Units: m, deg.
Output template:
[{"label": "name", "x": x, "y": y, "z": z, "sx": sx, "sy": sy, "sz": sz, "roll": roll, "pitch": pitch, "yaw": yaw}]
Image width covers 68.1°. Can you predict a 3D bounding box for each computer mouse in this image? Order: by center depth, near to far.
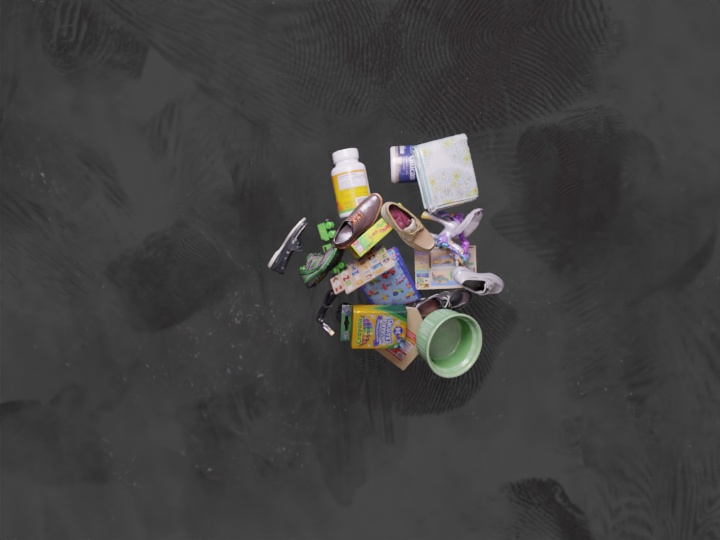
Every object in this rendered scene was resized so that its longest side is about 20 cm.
[{"label": "computer mouse", "x": -0.053, "y": 0.168, "z": 1.697, "sx": 0.199, "sy": 0.046, "sz": 0.141, "roll": 36, "pitch": 114, "yaw": 4}]

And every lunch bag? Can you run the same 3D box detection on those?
[{"label": "lunch bag", "x": 0.091, "y": 0.054, "z": 1.666, "sx": 0.149, "sy": 0.094, "sz": 0.202, "roll": -25, "pitch": 115, "yaw": 10}]

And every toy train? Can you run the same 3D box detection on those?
[{"label": "toy train", "x": -0.090, "y": -0.062, "z": 1.714, "sx": 0.056, "sy": 0.042, "sz": 0.203, "roll": -17, "pitch": 92, "yaw": 14}]

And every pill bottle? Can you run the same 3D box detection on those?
[{"label": "pill bottle", "x": 0.192, "y": -0.330, "z": 1.645, "sx": 0.196, "sy": 0.111, "sz": 0.113, "roll": -3, "pitch": 93, "yaw": 4}, {"label": "pill bottle", "x": -0.030, "y": -0.270, "z": 1.663, "sx": 0.109, "sy": 0.111, "sz": 0.204, "roll": -11, "pitch": 92, "yaw": 4}]

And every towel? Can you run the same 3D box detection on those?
[{"label": "towel", "x": 0.251, "y": -0.285, "z": 1.573, "sx": 0.169, "sy": 0.048, "sz": 0.203, "roll": -16, "pitch": 97, "yaw": -12}]

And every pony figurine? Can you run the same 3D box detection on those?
[{"label": "pony figurine", "x": 0.283, "y": -0.126, "z": 1.642, "sx": 0.199, "sy": 0.166, "sz": 0.195, "roll": 34, "pitch": 99, "yaw": 19}]

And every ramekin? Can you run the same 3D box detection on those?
[{"label": "ramekin", "x": 0.266, "y": 0.217, "z": 1.639, "sx": 0.197, "sy": 0.098, "sz": 0.204, "roll": -6, "pitch": 106, "yaw": -23}]

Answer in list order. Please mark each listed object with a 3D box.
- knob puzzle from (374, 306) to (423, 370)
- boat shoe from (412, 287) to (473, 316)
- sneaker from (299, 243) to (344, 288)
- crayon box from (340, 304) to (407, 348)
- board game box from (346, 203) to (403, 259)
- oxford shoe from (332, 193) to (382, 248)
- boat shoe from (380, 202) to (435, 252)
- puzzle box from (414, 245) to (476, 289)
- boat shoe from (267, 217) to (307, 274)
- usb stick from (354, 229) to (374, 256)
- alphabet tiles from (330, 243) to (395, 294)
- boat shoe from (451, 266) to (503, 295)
[{"label": "knob puzzle", "x": 0.125, "y": 0.193, "z": 1.696, "sx": 0.216, "sy": 0.030, "sz": 0.223, "roll": 5, "pitch": 111, "yaw": 13}, {"label": "boat shoe", "x": 0.263, "y": 0.105, "z": 1.684, "sx": 0.197, "sy": 0.068, "sz": 0.073, "roll": -15, "pitch": 90, "yaw": 3}, {"label": "sneaker", "x": -0.127, "y": -0.030, "z": 1.674, "sx": 0.200, "sy": 0.078, "sz": 0.086, "roll": -43, "pitch": 81, "yaw": 28}, {"label": "crayon box", "x": 0.040, "y": 0.173, "z": 1.634, "sx": 0.196, "sy": 0.052, "sz": 0.128, "roll": 1, "pitch": 111, "yaw": -6}, {"label": "board game box", "x": 0.052, "y": -0.120, "z": 1.647, "sx": 0.200, "sy": 0.102, "sz": 0.048, "roll": -42, "pitch": 95, "yaw": -9}, {"label": "oxford shoe", "x": -0.007, "y": -0.146, "z": 1.573, "sx": 0.071, "sy": 0.073, "sz": 0.201, "roll": 38, "pitch": 93, "yaw": 6}, {"label": "boat shoe", "x": 0.143, "y": -0.127, "z": 1.576, "sx": 0.199, "sy": 0.066, "sz": 0.074, "roll": 37, "pitch": 84, "yaw": -5}, {"label": "puzzle box", "x": 0.271, "y": -0.010, "z": 1.698, "sx": 0.196, "sy": 0.025, "sz": 0.136, "roll": -3, "pitch": 92, "yaw": 4}, {"label": "boat shoe", "x": -0.217, "y": -0.073, "z": 1.704, "sx": 0.066, "sy": 0.075, "sz": 0.200, "roll": 36, "pitch": 95, "yaw": -1}, {"label": "usb stick", "x": 0.017, "y": -0.073, "z": 1.709, "sx": 0.055, "sy": 0.033, "sz": 0.203, "roll": -21, "pitch": 91, "yaw": -2}, {"label": "alphabet tiles", "x": 0.000, "y": 0.000, "z": 1.618, "sx": 0.198, "sy": 0.168, "sz": 0.008, "roll": -30, "pitch": 117, "yaw": 2}, {"label": "boat shoe", "x": 0.367, "y": 0.048, "z": 1.634, "sx": 0.197, "sy": 0.067, "sz": 0.074, "roll": 12, "pitch": 123, "yaw": -26}]
